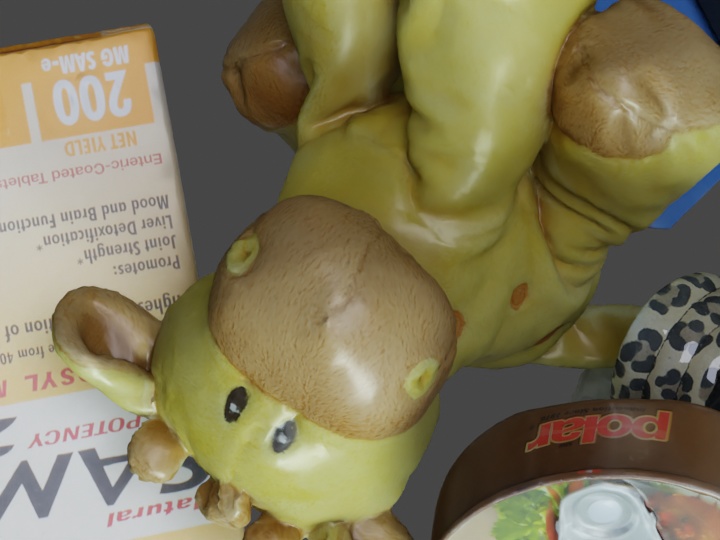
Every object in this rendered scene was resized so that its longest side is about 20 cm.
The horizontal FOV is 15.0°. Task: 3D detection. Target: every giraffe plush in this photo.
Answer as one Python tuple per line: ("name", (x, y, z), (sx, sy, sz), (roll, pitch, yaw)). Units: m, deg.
("giraffe plush", (0.000, 0.000, 0.798), (0.172, 0.201, 0.162), (25, 53, 26))

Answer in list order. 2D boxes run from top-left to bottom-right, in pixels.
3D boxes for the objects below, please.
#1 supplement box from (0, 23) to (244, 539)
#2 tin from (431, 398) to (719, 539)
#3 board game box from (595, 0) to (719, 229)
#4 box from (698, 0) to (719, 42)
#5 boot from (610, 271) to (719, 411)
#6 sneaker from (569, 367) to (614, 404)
("supplement box", (-0.110, 0.035, 0.852), (0.125, 0.074, 0.201), (-11, 88, -11))
("tin", (0.082, 0.112, 0.778), (0.111, 0.201, 0.042), (-7, 43, 10))
("board game box", (0.089, -0.112, 0.918), (0.200, 0.039, 0.158), (-42, 101, -26))
("box", (0.207, -0.072, 0.902), (0.141, 0.079, 0.201), (-31, 95, -29))
("boot", (0.171, 0.068, 0.832), (0.153, 0.203, 0.074), (32, 92, 27))
("sneaker", (0.156, 0.090, 0.902), (0.200, 0.077, 0.080), (44, 67, -6))
